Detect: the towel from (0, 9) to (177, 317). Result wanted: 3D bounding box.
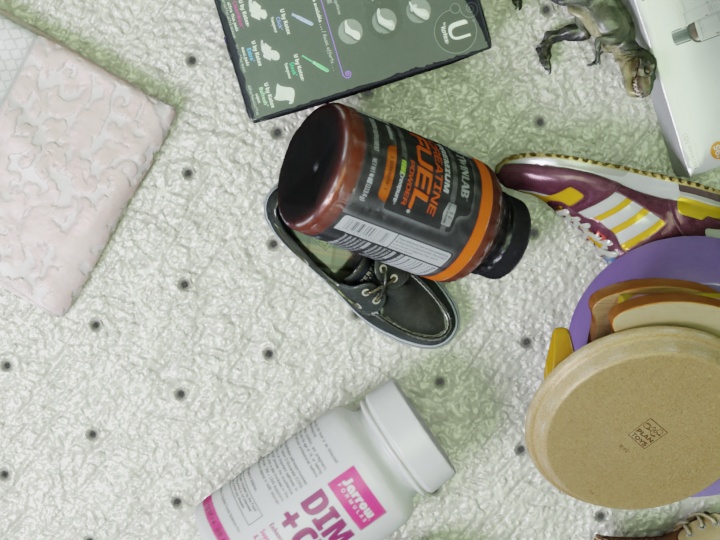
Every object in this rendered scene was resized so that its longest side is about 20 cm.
[{"bbox_3d":[-0.279,-0.093,1.292,0.190,0.032,0.201,30,95,-6],"label":"towel"}]

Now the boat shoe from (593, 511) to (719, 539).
[{"bbox_3d":[0.296,0.242,1.342,0.198,0.076,0.075,11,90,-12],"label":"boat shoe"}]

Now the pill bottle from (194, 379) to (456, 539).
[{"bbox_3d":[-0.028,0.185,1.293,0.199,0.113,0.114,-36,97,1],"label":"pill bottle"}]

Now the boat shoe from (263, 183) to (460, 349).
[{"bbox_3d":[0.000,0.000,1.303,0.199,0.057,0.069,37,93,-6],"label":"boat shoe"}]

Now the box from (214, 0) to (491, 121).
[{"bbox_3d":[-0.008,-0.195,1.248,0.198,0.122,0.107,-17,96,0],"label":"box"}]

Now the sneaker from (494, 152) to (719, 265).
[{"bbox_3d":[0.204,-0.043,1.301,0.198,0.075,0.091,11,95,-2],"label":"sneaker"}]

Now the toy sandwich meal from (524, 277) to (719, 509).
[{"bbox_3d":[0.216,0.098,1.211,0.203,0.071,0.207,-2,127,-3],"label":"toy sandwich meal"}]

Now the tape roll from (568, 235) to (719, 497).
[{"bbox_3d":[0.270,0.079,1.279,0.198,0.085,0.202,1,118,2],"label":"tape roll"}]

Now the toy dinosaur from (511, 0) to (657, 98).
[{"bbox_3d":[0.175,-0.219,1.292,0.088,0.047,0.202,-25,80,16],"label":"toy dinosaur"}]

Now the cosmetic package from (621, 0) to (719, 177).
[{"bbox_3d":[0.274,-0.185,1.300,0.082,0.051,0.202,-20,97,0],"label":"cosmetic package"}]

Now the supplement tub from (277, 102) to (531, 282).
[{"bbox_3d":[0.040,-0.055,1.252,0.199,0.107,0.108,19,96,-30],"label":"supplement tub"}]
